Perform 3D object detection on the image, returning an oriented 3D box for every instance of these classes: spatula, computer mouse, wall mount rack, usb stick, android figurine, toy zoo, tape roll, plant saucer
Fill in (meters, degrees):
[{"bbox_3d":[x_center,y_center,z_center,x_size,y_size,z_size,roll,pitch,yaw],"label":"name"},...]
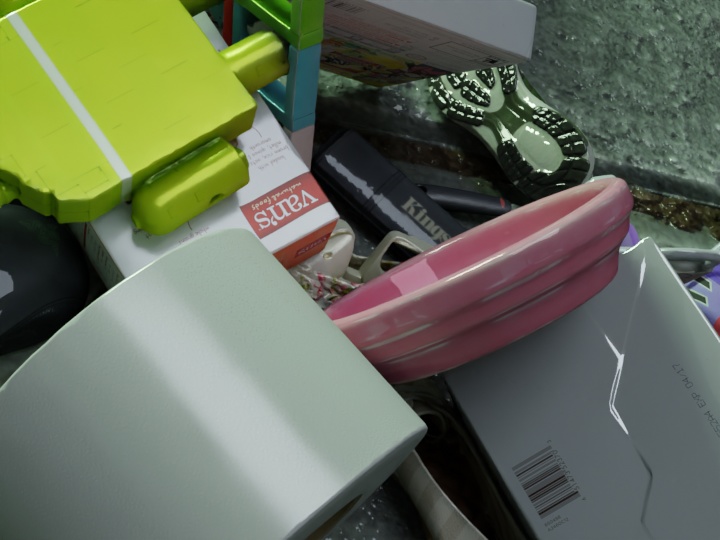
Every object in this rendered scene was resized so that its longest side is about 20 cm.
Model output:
[{"bbox_3d":[0.124,-0.040,1.023,0.199,0.021,0.057,14,44,-20],"label":"spatula"},{"bbox_3d":[-0.229,0.018,0.751,0.139,0.053,0.200,45,46,9],"label":"computer mouse"},{"bbox_3d":[0.229,-0.028,0.940,0.173,0.200,0.075,1,83,-2],"label":"wall mount rack"},{"bbox_3d":[0.047,-0.025,0.959,0.200,0.033,0.055,42,45,5],"label":"usb stick"},{"bbox_3d":[-0.145,-0.104,0.769,0.200,0.041,0.182,-35,80,-21],"label":"android figurine"},{"bbox_3d":[-0.076,-0.130,0.860,0.020,0.200,0.131,-27,53,-32],"label":"toy zoo"},{"bbox_3d":[-0.084,0.097,0.672,0.139,0.203,0.202,47,47,11],"label":"tape roll"},{"bbox_3d":[0.068,0.010,0.767,0.200,0.200,0.051,-29,96,-41],"label":"plant saucer"}]

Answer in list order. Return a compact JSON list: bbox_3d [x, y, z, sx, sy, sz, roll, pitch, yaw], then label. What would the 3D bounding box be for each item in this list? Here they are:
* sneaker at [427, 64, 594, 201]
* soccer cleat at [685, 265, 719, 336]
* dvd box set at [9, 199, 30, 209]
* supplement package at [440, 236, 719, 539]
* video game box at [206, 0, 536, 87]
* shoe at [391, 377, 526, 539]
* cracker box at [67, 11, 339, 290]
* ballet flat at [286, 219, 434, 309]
[{"bbox_3d":[0.122,-0.117,1.066,0.089,0.077,0.200,34,21,-57],"label":"sneaker"},{"bbox_3d":[0.259,0.055,0.956,0.068,0.073,0.200,27,46,-5],"label":"soccer cleat"},{"bbox_3d":[-0.216,-0.137,0.895,0.146,0.029,0.200,36,45,-1],"label":"dvd box set"},{"bbox_3d":[0.165,0.114,0.818,0.155,0.111,0.200,-30,68,1],"label":"supplement package"},{"bbox_3d":[-0.011,-0.179,0.929,0.199,0.182,0.047,12,81,-35],"label":"video game box"},{"bbox_3d":[0.050,0.117,0.834,0.070,0.053,0.200,-7,58,-35],"label":"shoe"},{"bbox_3d":[-0.123,-0.073,0.816,0.134,0.058,0.200,-29,79,-22],"label":"cracker box"},{"bbox_3d":[0.000,0.000,0.883,0.199,0.064,0.076,11,23,-22],"label":"ballet flat"}]
